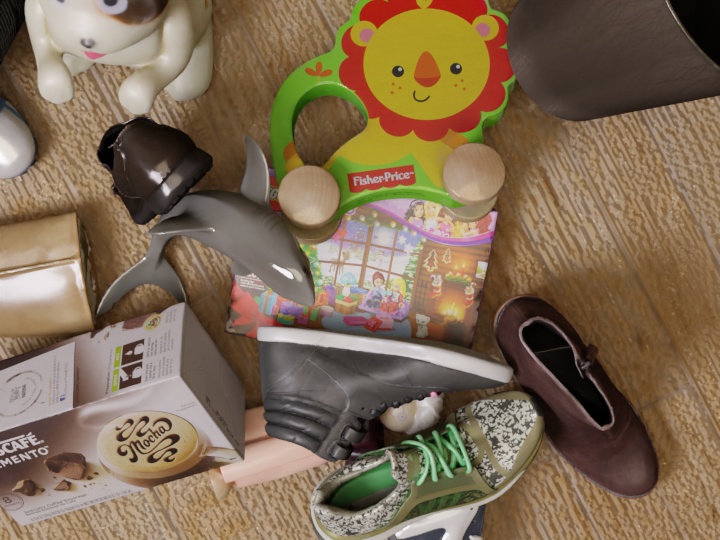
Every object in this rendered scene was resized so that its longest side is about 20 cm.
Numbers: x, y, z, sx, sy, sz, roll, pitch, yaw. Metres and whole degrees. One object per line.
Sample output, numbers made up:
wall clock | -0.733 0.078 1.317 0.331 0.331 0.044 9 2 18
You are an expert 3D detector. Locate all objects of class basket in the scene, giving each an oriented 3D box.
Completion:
basket | 0.201 -0.189 1.001 0.135 0.200 0.181 -19 89 -27

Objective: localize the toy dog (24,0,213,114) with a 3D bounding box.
toy dog | -0.171 -0.207 1.024 0.139 0.200 0.195 20 97 -1

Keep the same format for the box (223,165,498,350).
box | 0.000 0.000 1.124 0.199 0.039 0.138 10 96 1

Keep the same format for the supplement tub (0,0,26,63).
supplement tub | -0.310 -0.200 1.031 0.122 0.123 0.201 20 59 0

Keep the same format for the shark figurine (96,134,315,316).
shark figurine | -0.133 -0.025 1.056 0.214 0.089 0.129 -5 100 46

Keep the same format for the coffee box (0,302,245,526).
coffee box | -0.202 0.113 1.086 0.199 0.080 0.113 -17 133 13

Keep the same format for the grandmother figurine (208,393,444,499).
grandmother figurine | -0.027 0.130 1.132 0.199 0.061 0.122 -18 104 7

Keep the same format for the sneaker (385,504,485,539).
sneaker | 0.088 0.218 1.126 0.199 0.079 0.130 40 96 -2

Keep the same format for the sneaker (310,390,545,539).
sneaker | 0.048 0.149 1.048 0.199 0.089 0.077 -29 71 2

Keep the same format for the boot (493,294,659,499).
boot | 0.170 0.108 1.065 0.072 0.166 0.200 -37 94 3

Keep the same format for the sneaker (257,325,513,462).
sneaker | 0.015 0.100 1.076 0.199 0.071 0.100 5 89 8

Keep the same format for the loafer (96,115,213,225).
loafer | -0.157 -0.085 1.041 0.071 0.200 0.073 46 78 -11

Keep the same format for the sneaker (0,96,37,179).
sneaker | -0.342 -0.142 1.103 0.200 0.072 0.072 41 95 -4

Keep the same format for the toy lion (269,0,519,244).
toy lion | 0.026 -0.130 1.080 0.199 0.069 0.193 -8 77 -1

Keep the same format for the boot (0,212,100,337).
boot | -0.319 -0.025 1.123 0.199 0.066 0.176 -7 109 3
